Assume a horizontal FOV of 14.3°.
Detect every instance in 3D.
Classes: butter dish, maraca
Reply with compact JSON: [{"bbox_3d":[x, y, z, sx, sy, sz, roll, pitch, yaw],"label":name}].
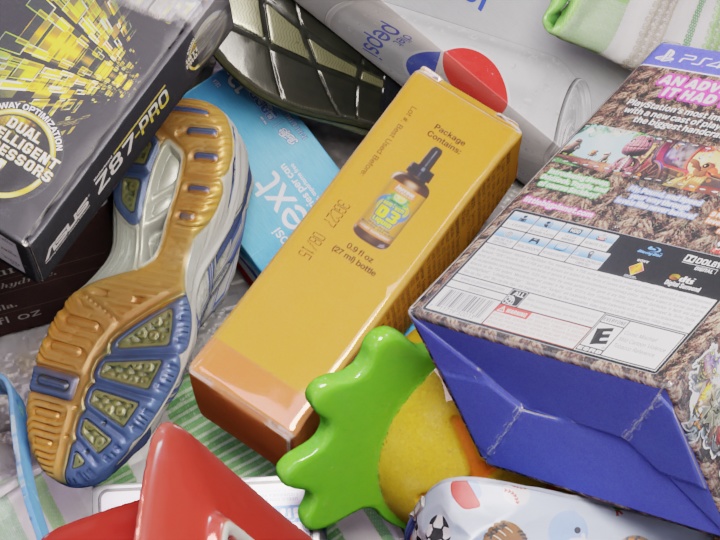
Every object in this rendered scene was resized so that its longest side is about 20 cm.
[{"bbox_3d":[-0.101,0.193,1.245,0.147,0.199,0.201,-8,61,23],"label":"butter dish"},{"bbox_3d":[0.049,0.073,1.390,0.199,0.138,0.107,-1,32,-37],"label":"maraca"}]

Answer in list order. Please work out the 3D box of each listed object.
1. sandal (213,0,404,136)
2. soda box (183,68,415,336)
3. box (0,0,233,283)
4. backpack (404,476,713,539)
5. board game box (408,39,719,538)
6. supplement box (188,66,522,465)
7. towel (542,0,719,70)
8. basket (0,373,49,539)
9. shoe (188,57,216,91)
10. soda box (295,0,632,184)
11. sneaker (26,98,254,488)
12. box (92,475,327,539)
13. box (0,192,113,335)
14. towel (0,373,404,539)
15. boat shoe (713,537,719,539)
[{"bbox_3d":[-0.008,-0.105,1.506,0.200,0.057,0.080,24,73,-31],"label":"sandal"},{"bbox_3d":[-0.028,-0.012,1.498,0.068,0.064,0.200,-33,67,-10],"label":"soda box"},{"bbox_3d":[-0.184,-0.110,1.344,0.199,0.049,0.162,31,70,17],"label":"box"},{"bbox_3d":[0.075,0.188,1.331,0.199,0.191,0.155,17,59,-8],"label":"backpack"},{"bbox_3d":[0.152,0.004,1.291,0.159,0.097,0.200,15,52,46],"label":"board game box"},{"bbox_3d":[0.000,0.000,1.421,0.066,0.069,0.200,33,74,16],"label":"supplement box"},{"bbox_3d":[0.187,-0.163,1.464,0.031,0.199,0.150,25,98,45],"label":"towel"},{"bbox_3d":[-0.241,0.149,1.385,0.199,0.140,0.177,-25,39,2],"label":"basket"},{"bbox_3d":[-0.103,-0.136,1.486,0.053,0.200,0.070,-23,76,8],"label":"shoe"},{"bbox_3d":[0.056,-0.120,1.478,0.200,0.063,0.069,38,67,-27],"label":"soda box"},{"bbox_3d":[-0.097,0.019,1.423,0.075,0.088,0.201,19,78,21],"label":"sneaker"},{"bbox_3d":[-0.069,0.204,1.391,0.116,0.060,0.201,-2,74,1],"label":"box"},{"bbox_3d":[-0.218,-0.076,1.468,0.165,0.200,0.165,-14,66,-1],"label":"box"},{"bbox_3d":[-0.093,0.134,1.461,0.199,0.023,0.153,-30,68,-9],"label":"towel"},{"bbox_3d":[0.195,0.100,1.316,0.065,0.073,0.201,-42,57,23],"label":"boat shoe"}]
